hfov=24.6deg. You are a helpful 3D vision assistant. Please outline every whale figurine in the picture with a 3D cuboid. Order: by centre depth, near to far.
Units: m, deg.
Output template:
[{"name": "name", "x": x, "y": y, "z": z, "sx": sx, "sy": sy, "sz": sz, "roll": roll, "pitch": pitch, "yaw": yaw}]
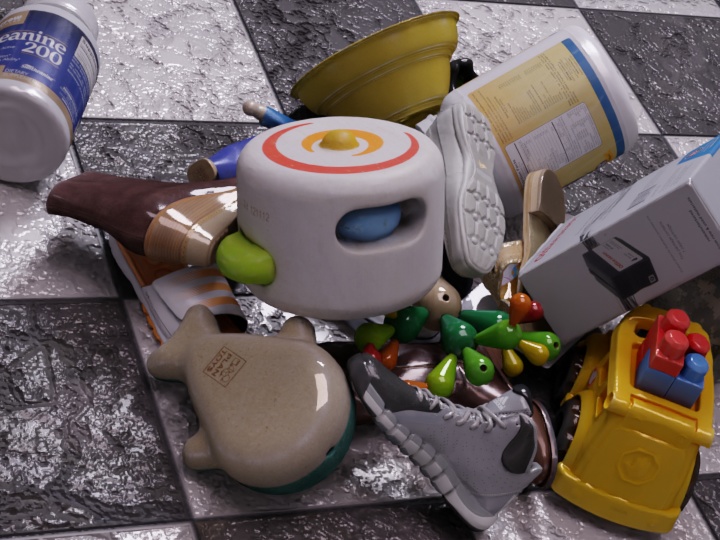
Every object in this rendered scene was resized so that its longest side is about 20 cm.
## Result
[{"name": "whale figurine", "x": -0.090, "y": 0.109, "z": 1.396, "sx": 0.199, "sy": 0.104, "sz": 0.160, "roll": 30, "pitch": 75, "yaw": 34}]

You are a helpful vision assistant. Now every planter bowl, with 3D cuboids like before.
[{"name": "planter bowl", "x": 0.031, "y": -0.192, "z": 1.746, "sx": 0.199, "sy": 0.200, "sz": 0.084, "roll": -20, "pitch": 84, "yaw": -40}]

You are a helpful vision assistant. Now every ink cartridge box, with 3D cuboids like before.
[{"name": "ink cartridge box", "x": 0.263, "y": -0.030, "z": 1.522, "sx": 0.084, "sy": 0.199, "sz": 0.145, "roll": 56, "pitch": 35, "yaw": -5}]

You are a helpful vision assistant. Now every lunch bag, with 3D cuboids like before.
[{"name": "lunch bag", "x": 0.388, "y": 0.001, "z": 1.661, "sx": 0.117, "sy": 0.201, "sz": 0.163, "roll": 43, "pitch": 42, "yaw": 23}]

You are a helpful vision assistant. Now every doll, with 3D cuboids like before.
[{"name": "doll", "x": -0.083, "y": -0.113, "z": 1.672, "sx": 0.199, "sy": 0.048, "sz": 0.137, "roll": -24, "pitch": 75, "yaw": -44}]

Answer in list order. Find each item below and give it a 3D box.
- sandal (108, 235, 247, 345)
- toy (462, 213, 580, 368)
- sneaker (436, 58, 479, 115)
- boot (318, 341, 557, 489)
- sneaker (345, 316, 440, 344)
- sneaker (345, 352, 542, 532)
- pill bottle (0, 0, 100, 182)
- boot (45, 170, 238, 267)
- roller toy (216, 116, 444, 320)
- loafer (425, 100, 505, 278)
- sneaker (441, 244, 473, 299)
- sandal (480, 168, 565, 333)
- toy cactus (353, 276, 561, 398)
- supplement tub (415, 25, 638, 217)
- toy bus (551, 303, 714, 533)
[{"name": "sandal", "x": -0.165, "y": 0.010, "z": 1.492, "sx": 0.079, "sy": 0.060, "sz": 0.207, "roll": -16, "pitch": 54, "yaw": -37}, {"name": "toy", "x": 0.195, "y": 0.028, "z": 1.650, "sx": 0.115, "sy": 0.048, "sz": 0.200, "roll": 31, "pitch": 52, "yaw": 25}, {"name": "sneaker", "x": 0.150, "y": -0.161, "z": 1.812, "sx": 0.200, "sy": 0.088, "sz": 0.073, "roll": 43, "pitch": 43, "yaw": 22}, {"name": "boot", "x": 0.059, "y": 0.128, "z": 1.469, "sx": 0.198, "sy": 0.065, "sz": 0.187, "roll": 1, "pitch": 36, "yaw": -27}, {"name": "sneaker", "x": 0.000, "y": 0.000, "z": 1.574, "sx": 0.199, "sy": 0.071, "sz": 0.073, "roll": 38, "pitch": 41, "yaw": 14}, {"name": "sneaker", "x": 0.082, "y": 0.117, "z": 1.392, "sx": 0.200, "sy": 0.115, "sz": 0.075, "roll": 49, "pitch": 6, "yaw": -23}, {"name": "pill bottle", "x": -0.314, "y": -0.186, "z": 1.596, "sx": 0.110, "sy": 0.112, "sz": 0.201, "roll": 17, "pitch": 40, "yaw": -7}, {"name": "boot", "x": -0.175, "y": -0.069, "z": 1.515, "sx": 0.165, "sy": 0.073, "sz": 0.200, "roll": 19, "pitch": 23, "yaw": 14}, {"name": "roller toy", "x": -0.017, "y": -0.055, "z": 1.429, "sx": 0.180, "sy": 0.141, "sz": 0.200, "roll": 7, "pitch": 25, "yaw": 17}, {"name": "loafer", "x": 0.093, "y": -0.071, "z": 1.575, "sx": 0.070, "sy": 0.069, "sz": 0.202, "roll": 34, "pitch": 40, "yaw": -34}, {"name": "sneaker", "x": 0.042, "y": -0.054, "z": 1.649, "sx": 0.200, "sy": 0.075, "sz": 0.088, "roll": 42, "pitch": 30, "yaw": 4}, {"name": "sandal", "x": 0.152, "y": 0.000, "z": 1.603, "sx": 0.078, "sy": 0.069, "sz": 0.214, "roll": 44, "pitch": 45, "yaw": -41}, {"name": "toy cactus", "x": 0.078, "y": 0.043, "z": 1.479, "sx": 0.197, "sy": 0.103, "sz": 0.165, "roll": -7, "pitch": 31, "yaw": -15}, {"name": "supplement tub", "x": 0.171, "y": -0.145, "z": 1.705, "sx": 0.199, "sy": 0.145, "sz": 0.145, "roll": -29, "pitch": 54, "yaw": -2}, {"name": "toy bus", "x": 0.261, "y": 0.102, "z": 1.497, "sx": 0.134, "sy": 0.193, "sz": 0.201, "roll": 19, "pitch": 38, "yaw": -2}]
